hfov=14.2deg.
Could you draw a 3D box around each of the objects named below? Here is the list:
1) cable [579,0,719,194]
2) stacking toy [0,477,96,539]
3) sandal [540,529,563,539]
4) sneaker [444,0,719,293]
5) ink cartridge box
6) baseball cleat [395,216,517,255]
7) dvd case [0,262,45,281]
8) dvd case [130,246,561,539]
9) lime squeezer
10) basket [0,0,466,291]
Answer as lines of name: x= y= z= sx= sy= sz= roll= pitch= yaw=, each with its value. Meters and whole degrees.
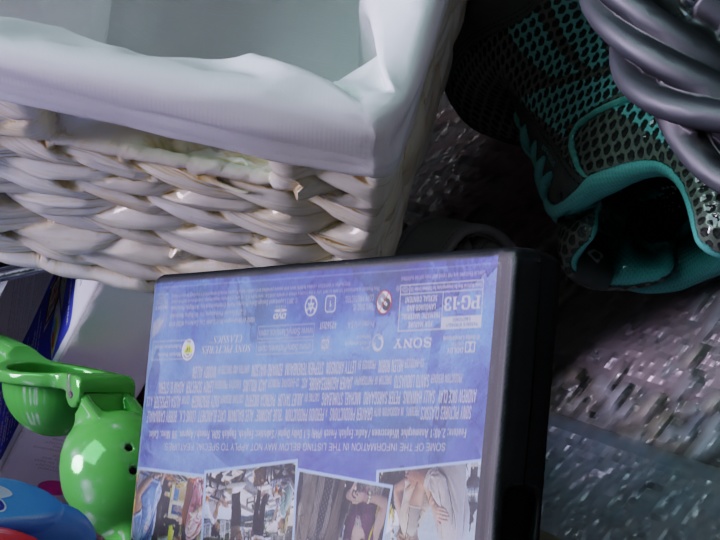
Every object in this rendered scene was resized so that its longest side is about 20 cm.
cable: x=0.143 y=-0.067 z=0.706 sx=0.200 sy=0.051 sz=0.163 roll=3 pitch=61 yaw=13
stacking toy: x=-0.067 y=0.143 z=0.658 sx=0.200 sy=0.116 sz=0.110 roll=39 pitch=116 yaw=37
sandal: x=0.001 y=0.074 z=0.729 sx=0.080 sy=0.054 sz=0.200 roll=-50 pitch=46 yaw=3
sneaker: x=0.073 y=-0.038 z=0.809 sx=0.091 sy=0.078 sz=0.200 roll=-56 pitch=27 yaw=-14
ink cartridge box: x=-0.089 y=0.011 z=0.931 sx=0.200 sy=0.037 sz=0.095 roll=128 pitch=151 yaw=-55
baseball cleat: x=0.000 y=0.000 z=0.876 sx=0.106 sy=0.070 sz=0.200 roll=-28 pitch=40 yaw=18
dvd case: x=-0.180 y=0.004 z=0.939 sx=0.149 sy=0.016 sz=0.200 roll=-13 pitch=5 yaw=-12
dvd case: x=-0.012 y=0.097 z=0.681 sx=0.143 sy=0.018 sz=0.200 roll=-4 pitch=78 yaw=51
lime squeezer: x=-0.082 y=0.055 z=0.836 sx=0.038 sy=0.071 sz=0.200 roll=-14 pitch=48 yaw=-27
basket: x=-0.032 y=-0.097 z=0.805 sx=0.135 sy=0.123 sz=0.200 roll=12 pitch=60 yaw=7
